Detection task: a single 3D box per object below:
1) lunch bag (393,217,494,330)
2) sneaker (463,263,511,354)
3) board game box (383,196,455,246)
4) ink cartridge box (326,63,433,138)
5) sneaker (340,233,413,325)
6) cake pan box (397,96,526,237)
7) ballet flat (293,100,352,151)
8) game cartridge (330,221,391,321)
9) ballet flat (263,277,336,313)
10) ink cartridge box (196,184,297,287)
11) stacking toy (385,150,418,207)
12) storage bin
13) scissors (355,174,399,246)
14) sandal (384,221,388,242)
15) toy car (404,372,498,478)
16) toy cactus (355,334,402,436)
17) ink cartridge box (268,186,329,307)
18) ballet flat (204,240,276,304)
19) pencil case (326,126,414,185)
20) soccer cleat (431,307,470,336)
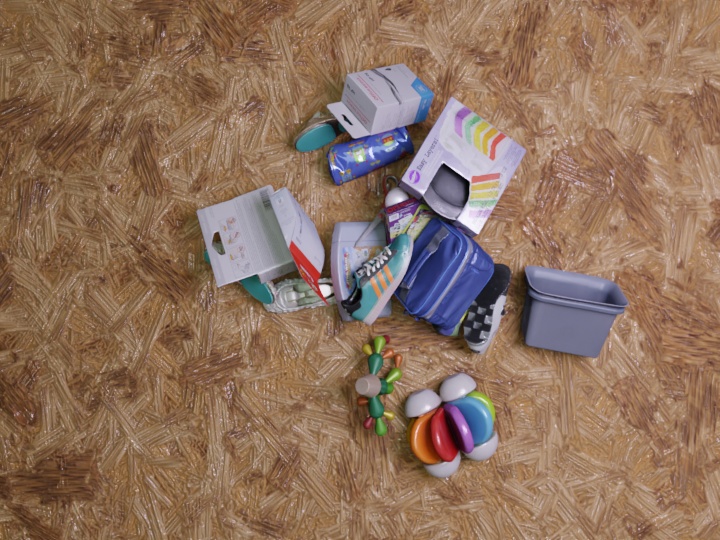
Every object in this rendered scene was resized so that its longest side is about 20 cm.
[{"bbox_3d":[0.150,0.010,1.163,0.130,0.136,0.203,26,104,-34],"label":"lunch bag"},{"bbox_3d":[0.269,0.083,1.242,0.072,0.089,0.204,15,65,27],"label":"sneaker"},{"bbox_3d":[0.144,-0.107,1.182,0.194,0.122,0.033,-20,43,-9],"label":"board game box"},{"bbox_3d":[0.041,-0.350,1.200,0.196,0.068,0.117,-23,61,-32],"label":"ink cartridge box"},{"bbox_3d":[0.032,0.009,1.158,0.078,0.072,0.204,26,102,-18],"label":"sneaker"},{"bbox_3d":[0.191,-0.193,1.116,0.182,0.052,0.203,34,83,0],"label":"cake pan box"},{"bbox_3d":[-0.062,-0.326,1.279,0.194,0.071,0.067,-23,60,-1],"label":"ballet flat"},{"bbox_3d":[0.000,0.000,1.237,0.130,0.041,0.208,-3,87,-37],"label":"game cartridge"},{"bbox_3d":[-0.120,0.048,1.257,0.193,0.072,0.075,-10,87,3],"label":"ballet flat"},{"bbox_3d":[-0.236,-0.066,1.224,0.171,0.045,0.204,-19,61,-9],"label":"ink cartridge box"},{"bbox_3d":[0.126,-0.182,1.195,0.198,0.146,0.148,-35,87,-15],"label":"stacking toy"},{"bbox_3d":[0.421,0.086,1.206,0.193,0.146,0.139,10,115,3],"label":"storage bin"},{"bbox_3d":[0.055,-0.121,1.244,0.071,0.014,0.204,25,66,-1],"label":"scissors"},{"bbox_3d":[0.105,-0.029,1.252,0.076,0.059,0.214,-13,87,2],"label":"sandal"},{"bbox_3d":[0.187,0.320,1.189,0.195,0.150,0.180,-23,86,1],"label":"toy car"},{"bbox_3d":[0.025,0.232,1.201,0.099,0.164,0.208,7,83,23],"label":"toy cactus"},{"bbox_3d":[-0.107,-0.046,1.179,0.046,0.161,0.204,-28,60,4],"label":"ink cartridge box"},{"bbox_3d":[-0.247,-0.006,1.258,0.197,0.064,0.077,35,133,9],"label":"ballet flat"},{"bbox_3d":[0.019,-0.257,1.256,0.195,0.078,0.089,-23,100,1],"label":"pencil case"},{"bbox_3d":[0.211,0.042,1.254,0.082,0.064,0.206,23,84,-26],"label":"soccer cleat"}]
